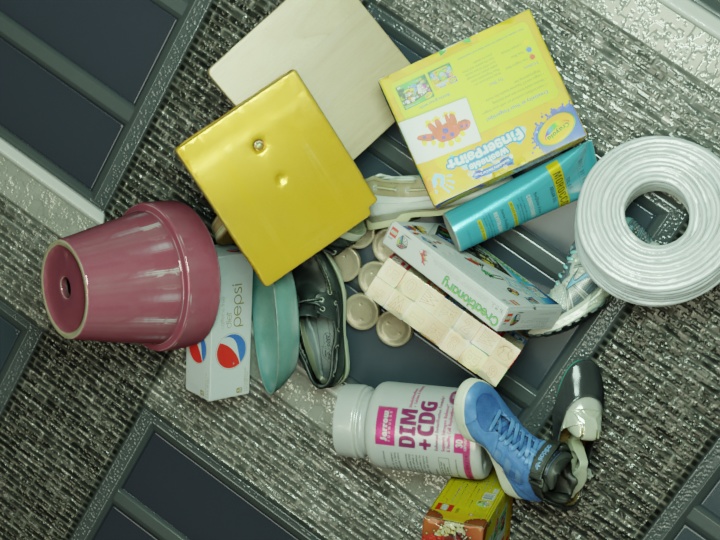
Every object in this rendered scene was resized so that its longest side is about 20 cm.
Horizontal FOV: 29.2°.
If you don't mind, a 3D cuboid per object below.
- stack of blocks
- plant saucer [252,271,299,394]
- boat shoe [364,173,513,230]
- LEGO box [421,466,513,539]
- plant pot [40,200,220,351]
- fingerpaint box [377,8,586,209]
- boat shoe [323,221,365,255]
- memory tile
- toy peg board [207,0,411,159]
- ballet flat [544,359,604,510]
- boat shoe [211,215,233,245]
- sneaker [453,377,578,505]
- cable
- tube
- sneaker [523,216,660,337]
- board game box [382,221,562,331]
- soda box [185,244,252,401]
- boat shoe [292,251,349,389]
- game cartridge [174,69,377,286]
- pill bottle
[{"bbox_3d":[0.113,0.052,1.734,0.199,0.115,0.059,35,107,5],"label":"stack of blocks"},{"bbox_3d":[-0.109,0.060,1.798,0.036,0.200,0.202,-4,103,-14],"label":"plant saucer"},{"bbox_3d":[0.095,-0.103,1.732,0.198,0.075,0.069,-12,94,15],"label":"boat shoe"},{"bbox_3d":[0.135,0.349,1.756,0.077,0.200,0.150,9,105,16],"label":"LEGO box"},{"bbox_3d":[-0.308,0.015,1.804,0.199,0.178,0.202,13,107,48],"label":"plant pot"},{"bbox_3d":[0.145,-0.190,1.656,0.199,0.073,0.168,-25,87,2],"label":"fingerpaint box"},{"bbox_3d":[-0.093,-0.070,1.752,0.198,0.075,0.066,17,133,-29],"label":"boat shoe"},{"bbox_3d":[0.000,0.000,1.821,0.199,0.017,0.154,27,110,11],"label":"memory tile"},{"bbox_3d":[-0.058,-0.236,1.728,0.200,0.098,0.199,-42,102,-4],"label":"toy peg board"},{"bbox_3d":[0.274,0.214,1.744,0.073,0.073,0.202,17,109,15],"label":"ballet flat"},{"bbox_3d":[-0.131,-0.120,1.813,0.200,0.074,0.069,-46,69,14],"label":"boat shoe"},{"bbox_3d":[0.197,0.210,1.680,0.111,0.077,0.201,5,135,46],"label":"sneaker"},{"bbox_3d":[0.349,-0.058,1.619,0.199,0.069,0.201,27,80,16],"label":"cable"},{"bbox_3d":[0.198,-0.087,1.672,0.199,0.051,0.078,-26,136,-3],"label":"tube"},{"bbox_3d":[0.277,0.010,1.706,0.199,0.078,0.087,-35,78,16],"label":"sneaker"},{"bbox_3d":[0.136,0.005,1.678,0.200,0.126,0.035,39,113,33],"label":"board game box"},{"bbox_3d":[-0.191,0.069,1.864,0.063,0.068,0.202,18,111,48],"label":"soda box"},{"bbox_3d":[-0.062,0.061,1.812,0.074,0.066,0.201,-1,102,20],"label":"boat shoe"},{"bbox_3d":[-0.098,-0.111,1.669,0.176,0.032,0.201,-34,104,-7],"label":"game cartridge"},{"bbox_3d":[0.071,0.203,1.790,0.198,0.113,0.114,4,104,18],"label":"pill bottle"}]
